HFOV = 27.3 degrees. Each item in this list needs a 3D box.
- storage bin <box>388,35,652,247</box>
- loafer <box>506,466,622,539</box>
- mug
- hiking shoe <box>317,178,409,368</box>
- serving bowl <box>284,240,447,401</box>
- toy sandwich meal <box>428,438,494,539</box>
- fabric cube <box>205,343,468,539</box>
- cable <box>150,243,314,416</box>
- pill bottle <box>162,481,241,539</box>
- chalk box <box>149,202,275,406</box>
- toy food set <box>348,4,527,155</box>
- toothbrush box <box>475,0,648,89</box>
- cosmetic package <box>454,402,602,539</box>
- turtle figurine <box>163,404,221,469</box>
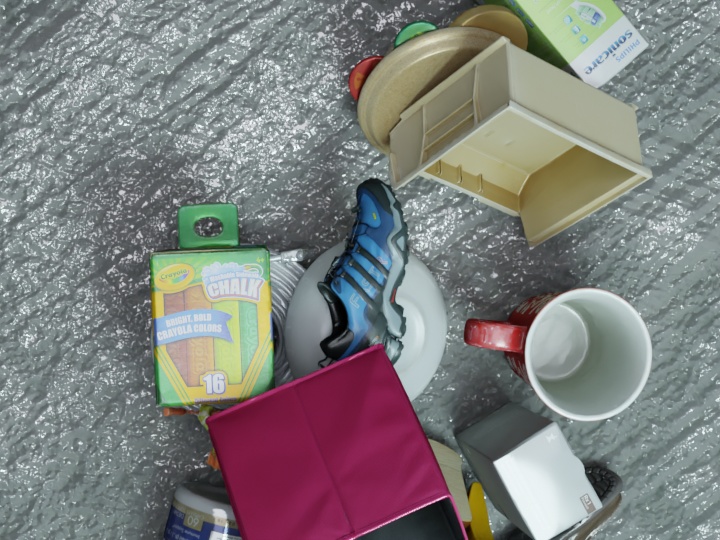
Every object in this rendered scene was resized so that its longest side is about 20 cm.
[{"bbox_3d":[0.161,-0.126,1.554,0.199,0.198,0.094,20,54,-32],"label":"storage bin"},{"bbox_3d":[0.221,0.304,1.678,0.200,0.073,0.071,-42,129,-4],"label":"loafer"},{"bbox_3d":[0.207,0.069,1.596,0.177,0.200,0.134,38,89,-4],"label":"mug"},{"bbox_3d":[0.000,0.000,1.524,0.086,0.074,0.202,4,76,-20],"label":"hiking shoe"},{"bbox_3d":[0.018,0.067,1.606,0.199,0.066,0.202,-5,99,-31],"label":"serving bowl"},{"bbox_3d":[0.073,0.266,1.599,0.204,0.206,0.071,27,120,-5],"label":"toy sandwich meal"},{"bbox_3d":[-0.015,0.233,1.449,0.199,0.200,0.197,-24,138,-3],"label":"fabric cube"},{"bbox_3d":[-0.130,0.071,1.634,0.198,0.069,0.202,3,92,-4],"label":"cable"},{"bbox_3d":[-0.172,0.342,1.616,0.110,0.111,0.202,15,90,-5],"label":"pill bottle"},{"bbox_3d":[-0.152,0.032,1.534,0.123,0.124,0.202,-4,93,-4],"label":"chalk box"},{"bbox_3d":[0.086,-0.193,1.598,0.196,0.201,0.049,-12,52,-6],"label":"toy food set"},{"bbox_3d":[0.203,-0.286,1.612,0.086,0.146,0.200,-40,94,-3],"label":"toothbrush box"},{"bbox_3d":[0.178,0.214,1.597,0.090,0.200,0.107,-30,93,-3],"label":"cosmetic package"},{"bbox_3d":[-0.105,0.180,1.570,0.160,0.200,0.065,-20,53,21],"label":"turtle figurine"}]
